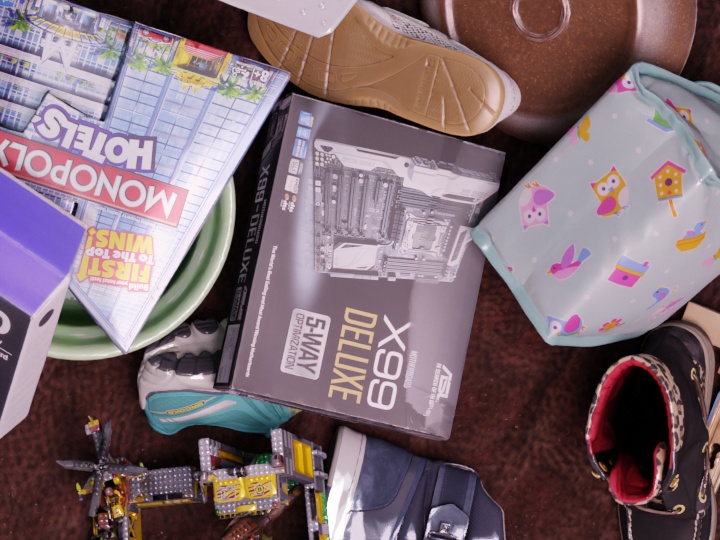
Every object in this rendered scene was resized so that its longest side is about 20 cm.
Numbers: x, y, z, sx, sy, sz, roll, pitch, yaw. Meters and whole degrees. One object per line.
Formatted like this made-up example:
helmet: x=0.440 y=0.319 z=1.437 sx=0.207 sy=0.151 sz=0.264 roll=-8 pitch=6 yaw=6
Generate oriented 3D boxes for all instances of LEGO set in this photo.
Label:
LEGO set: x=-0.104 y=0.176 z=1.402 sx=0.199 sy=0.116 sz=0.154 roll=0 pitch=78 yaw=15

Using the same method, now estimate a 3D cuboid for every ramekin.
ramekin: x=-0.186 y=-0.045 z=1.414 sx=0.199 sy=0.098 sz=0.201 roll=-1 pitch=95 yaw=-8

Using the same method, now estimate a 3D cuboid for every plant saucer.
plant saucer: x=0.125 y=-0.178 z=1.427 sx=0.200 sy=0.037 sz=0.201 roll=8 pitch=110 yaw=22

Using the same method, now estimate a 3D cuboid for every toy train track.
toy train track: x=0.272 y=0.092 z=1.524 sx=0.114 sy=0.033 sz=0.201 roll=24 pitch=101 yaw=17

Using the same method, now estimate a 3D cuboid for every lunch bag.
lunch bag: x=0.199 y=-0.038 z=1.417 sx=0.170 sy=0.200 sz=0.122 roll=-47 pitch=63 yaw=24

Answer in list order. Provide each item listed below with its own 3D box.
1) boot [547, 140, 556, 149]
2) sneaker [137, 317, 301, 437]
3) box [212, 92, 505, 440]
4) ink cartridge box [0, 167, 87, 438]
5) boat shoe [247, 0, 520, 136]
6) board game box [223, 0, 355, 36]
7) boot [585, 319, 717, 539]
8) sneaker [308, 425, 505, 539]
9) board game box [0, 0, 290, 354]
boot: x=0.143 y=-0.158 z=1.470 sx=0.075 sy=0.074 sz=0.201 roll=-21 pitch=101 yaw=0
sneaker: x=-0.057 y=0.072 z=1.468 sx=0.199 sy=0.078 sz=0.080 roll=-4 pitch=129 yaw=-14
box: x=0.000 y=0.000 z=1.408 sx=0.157 sy=0.050 sz=0.201 roll=15 pitch=82 yaw=-18
ink cartridge box: x=-0.279 y=-0.008 z=1.320 sx=0.198 sy=0.200 sz=0.043 roll=33 pitch=46 yaw=7
boat shoe: x=0.016 y=-0.141 z=1.438 sx=0.200 sy=0.069 sz=0.071 roll=27 pitch=105 yaw=21
board game box: x=-0.036 y=-0.251 z=1.306 sx=0.200 sy=0.026 sz=0.200 roll=15 pitch=122 yaw=-47
boot: x=0.200 y=0.139 z=1.455 sx=0.073 sy=0.151 sz=0.201 roll=7 pitch=96 yaw=19
sneaker: x=0.027 y=0.225 z=1.481 sx=0.146 sy=0.077 sz=0.203 roll=16 pitch=91 yaw=-7
board game box: x=-0.169 y=-0.059 z=1.335 sx=0.199 sy=0.062 sz=0.201 roll=17 pitch=91 yaw=-9
